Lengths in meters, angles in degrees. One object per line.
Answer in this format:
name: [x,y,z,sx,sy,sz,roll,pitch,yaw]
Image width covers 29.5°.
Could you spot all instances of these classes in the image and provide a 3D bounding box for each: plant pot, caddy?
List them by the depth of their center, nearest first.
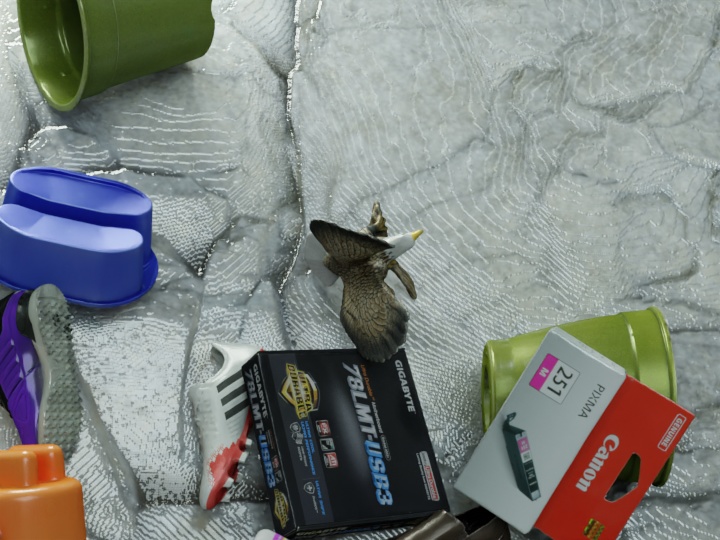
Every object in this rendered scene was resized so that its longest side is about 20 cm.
caddy: [-0.321,-0.029,1.514,0.200,0.105,0.141,12,40,-7]
plant pot: [0.234,0.140,1.522,0.193,0.200,0.201,0,64,-1]
plant pot: [-0.281,-0.302,1.624,0.190,0.200,0.200,-14,68,-31]

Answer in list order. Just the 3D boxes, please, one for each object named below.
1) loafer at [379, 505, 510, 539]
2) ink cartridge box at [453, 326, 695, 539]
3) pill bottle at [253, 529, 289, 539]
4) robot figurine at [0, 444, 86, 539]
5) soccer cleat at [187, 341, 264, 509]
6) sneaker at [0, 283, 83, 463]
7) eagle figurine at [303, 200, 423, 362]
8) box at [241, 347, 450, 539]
loafer: [0.075,0.284,1.445,0.200,0.073,0.071,-7,106,-35]
ink cartridge box: [0.221,0.188,1.422,0.173,0.044,0.200,32,98,10]
pill bottle: [-0.036,0.347,1.360,0.200,0.104,0.104,29,61,2]
robot figurine: [-0.326,0.273,1.336,0.116,0.144,0.200,-5,90,-11]
soccer cleat: [-0.153,0.164,1.480,0.085,0.069,0.200,16,58,1]
sneaker: [-0.358,0.119,1.455,0.099,0.070,0.200,-7,82,21]
eagle figurine: [0.005,-0.005,1.520,0.152,0.151,0.200,28,25,0]
box: [-0.016,0.183,1.479,0.198,0.050,0.200,1,64,-32]
